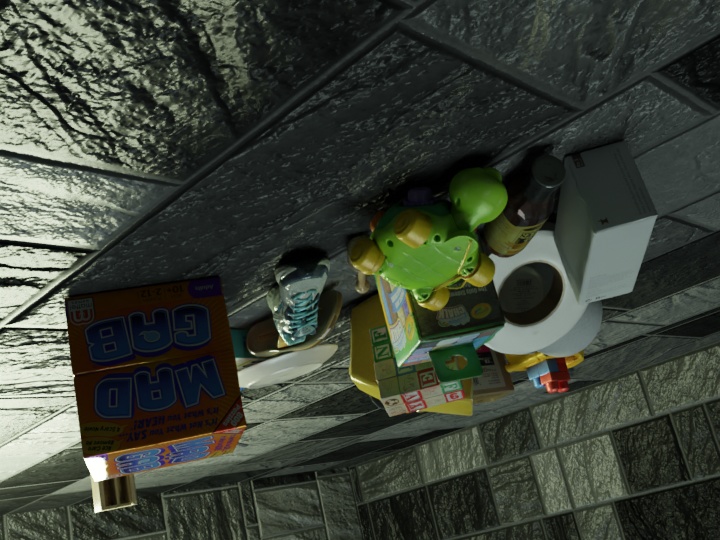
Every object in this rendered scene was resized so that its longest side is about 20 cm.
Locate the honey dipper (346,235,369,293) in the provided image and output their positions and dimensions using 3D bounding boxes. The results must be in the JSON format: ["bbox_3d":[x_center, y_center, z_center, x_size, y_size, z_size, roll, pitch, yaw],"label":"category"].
[{"bbox_3d":[0.000,0.000,1.151,0.037,0.039,0.200,-12,165,-4],"label":"honey dipper"}]

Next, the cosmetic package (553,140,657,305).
[{"bbox_3d":[0.299,-0.053,1.040,0.080,0.114,0.201,-14,154,0],"label":"cosmetic package"}]

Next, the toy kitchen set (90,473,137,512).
[{"bbox_3d":[-0.443,0.379,1.709,0.161,0.183,0.199,0,162,-39],"label":"toy kitchen set"}]

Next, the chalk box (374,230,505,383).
[{"bbox_3d":[0.105,0.050,1.103,0.122,0.203,0.124,-8,162,-16],"label":"chalk box"}]

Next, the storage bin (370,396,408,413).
[{"bbox_3d":[0.115,0.204,1.700,0.134,0.147,0.199,-36,153,29],"label":"storage bin"}]

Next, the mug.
[{"bbox_3d":[0.273,0.049,1.361,0.198,0.150,0.175,12,174,37],"label":"mug"}]

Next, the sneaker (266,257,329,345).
[{"bbox_3d":[-0.077,0.045,1.139,0.076,0.088,0.200,-10,162,-15],"label":"sneaker"}]

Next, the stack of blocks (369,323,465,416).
[{"bbox_3d":[0.075,0.098,1.213,0.113,0.202,0.059,-14,144,8],"label":"stack of blocks"}]

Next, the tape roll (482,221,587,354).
[{"bbox_3d":[0.240,0.027,1.203,0.199,0.037,0.206,-7,119,-12],"label":"tape roll"}]

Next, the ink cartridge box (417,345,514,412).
[{"bbox_3d":[0.178,0.170,1.576,0.198,0.167,0.075,-2,157,-34],"label":"ink cartridge box"}]

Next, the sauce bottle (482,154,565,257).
[{"bbox_3d":[0.199,-0.076,1.019,0.065,0.067,0.200,-11,163,-8],"label":"sauce bottle"}]

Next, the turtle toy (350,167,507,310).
[{"bbox_3d":[0.089,-0.045,0.967,0.145,0.102,0.199,29,137,-31],"label":"turtle toy"}]

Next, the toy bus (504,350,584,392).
[{"bbox_3d":[0.356,0.134,1.565,0.198,0.195,0.135,-1,157,-39],"label":"toy bus"}]

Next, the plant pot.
[{"bbox_3d":[0.084,0.127,1.362,0.197,0.199,0.194,0,164,7],"label":"plant pot"}]

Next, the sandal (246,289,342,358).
[{"bbox_3d":[-0.110,0.082,1.267,0.198,0.081,0.054,-21,142,33],"label":"sandal"}]

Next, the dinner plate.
[{"bbox_3d":[-0.129,0.166,1.392,0.197,0.025,0.200,-17,168,-4],"label":"dinner plate"}]

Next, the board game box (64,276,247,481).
[{"bbox_3d":[-0.275,0.148,1.115,0.197,0.203,0.200,-8,161,-17],"label":"board game box"}]

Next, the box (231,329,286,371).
[{"bbox_3d":[-0.194,0.135,1.380,0.082,0.050,0.199,-27,158,35],"label":"box"}]

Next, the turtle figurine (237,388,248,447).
[{"bbox_3d":[-0.298,0.250,1.501,0.191,0.146,0.201,-6,158,-10],"label":"turtle figurine"}]
